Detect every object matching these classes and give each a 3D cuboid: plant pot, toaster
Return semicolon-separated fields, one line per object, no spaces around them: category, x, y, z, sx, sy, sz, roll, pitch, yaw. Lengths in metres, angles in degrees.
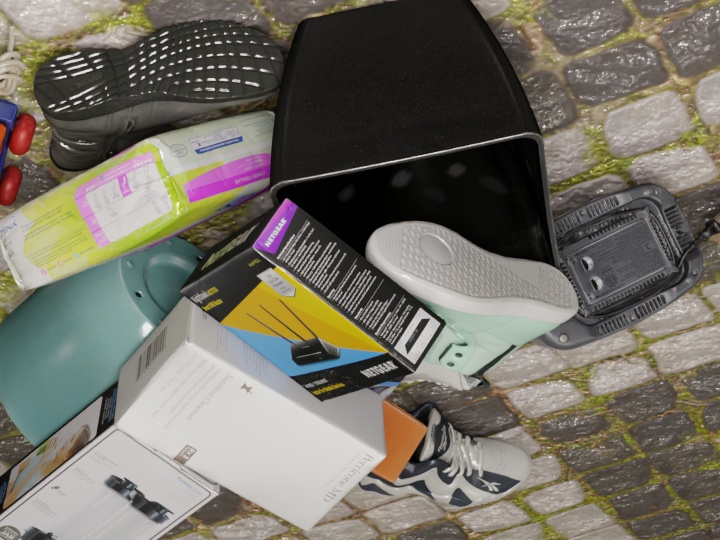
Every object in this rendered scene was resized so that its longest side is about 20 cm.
plant pot;-0.199;0.062;1.621;0.200;0.201;0.161;17;134;-34
plant pot;0.037;-0.101;1.429;0.200;0.178;0.200;-10;148;5
toaster;0.212;-0.005;1.635;0.200;0.114;0.129;-27;-179;-10

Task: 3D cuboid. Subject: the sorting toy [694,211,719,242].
sorting toy;0.433;-0.073;1.701;0.200;0.037;0.185;6;145;-30

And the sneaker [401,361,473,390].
sneaker;0.066;0.085;1.730;0.088;0.075;0.200;34;157;-8

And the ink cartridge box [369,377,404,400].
ink cartridge box;-0.051;0.094;1.588;0.200;0.043;0.198;13;126;-48

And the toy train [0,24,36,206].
toy train;-0.302;-0.086;1.418;0.085;0.116;0.200;16;143;-10

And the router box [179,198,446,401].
router box;-0.041;0.027;1.377;0.149;0.051;0.200;38;159;-10

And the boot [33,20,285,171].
boot;-0.157;-0.134;1.458;0.200;0.068;0.131;-8;160;-1

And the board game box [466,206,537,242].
board game box;0.111;-0.026;1.594;0.103;0.019;0.200;-28;178;8

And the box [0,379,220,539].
box;-0.224;0.189;1.563;0.117;0.060;0.200;38;120;-25

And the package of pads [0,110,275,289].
package of pads;-0.171;-0.054;1.443;0.200;0.068;0.154;-24;180;37

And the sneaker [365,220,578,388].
sneaker;0.061;0.033;1.405;0.200;0.074;0.118;17;134;-37

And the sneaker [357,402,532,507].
sneaker;0.098;0.198;1.997;0.199;0.080;0.130;7;154;-5

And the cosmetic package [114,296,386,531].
cosmetic package;-0.088;0.115;1.503;0.200;0.081;0.113;31;119;-21

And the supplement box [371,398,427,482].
supplement box;-0.016;0.135;1.769;0.069;0.200;0.067;33;88;-30
